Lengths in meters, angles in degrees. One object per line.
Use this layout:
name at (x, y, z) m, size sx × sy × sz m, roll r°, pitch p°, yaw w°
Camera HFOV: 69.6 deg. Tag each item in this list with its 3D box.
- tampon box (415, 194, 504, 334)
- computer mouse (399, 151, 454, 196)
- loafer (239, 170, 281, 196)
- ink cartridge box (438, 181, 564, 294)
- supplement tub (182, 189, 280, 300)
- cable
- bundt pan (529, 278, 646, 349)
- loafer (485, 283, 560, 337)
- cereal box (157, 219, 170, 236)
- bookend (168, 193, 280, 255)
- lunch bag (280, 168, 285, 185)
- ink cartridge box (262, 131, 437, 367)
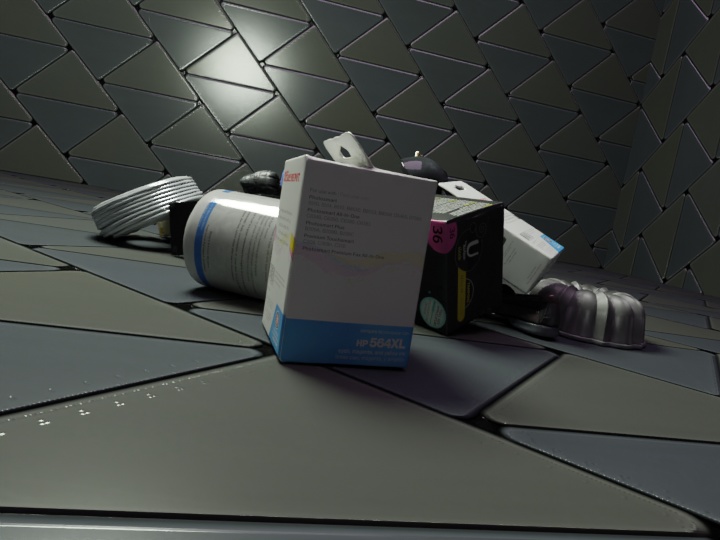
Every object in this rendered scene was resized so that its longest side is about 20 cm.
tampon box at (0.083, -0.023, 0.730) m, size 0.126 × 0.151 × 0.199 m, roll -20°, pitch 24°, yaw -38°
computer mouse at (0.122, -0.163, 0.869) m, size 0.200 × 0.046 × 0.141 m, roll 26°, pitch 35°, yaw -51°
loafer at (-0.187, -0.144, 1.006) m, size 0.070 × 0.069 × 0.201 m, roll 2°, pitch -10°, yaw -1°
ink cartridge box at (0.203, -0.057, 0.802) m, size 0.200 × 0.067 × 0.116 m, roll 38°, pitch 26°, yaw 19°
supplement tub at (-0.109, -0.026, 0.665) m, size 0.199 × 0.133 × 0.132 m, roll 13°, pitch 8°, yaw 16°
cable at (-0.395, -0.121, 0.973) m, size 0.199 × 0.070 × 0.200 m, roll -18°, pitch 12°, yaw 11°
bundt pan at (0.366, 0.062, 0.852) m, size 0.200 × 0.076 × 0.202 m, roll 9°, pitch 7°, yaw -1°
loafer at (0.239, 0.050, 0.818) m, size 0.071 × 0.063 × 0.200 m, roll 7°, pitch 8°, yaw -25°
cereal box at (-0.316, -0.102, 1.095) m, size 0.199 × 0.040 × 0.143 m, roll 1°, pitch 10°, yaw 43°
bookend at (-0.195, -0.077, 0.932) m, size 0.198 × 0.093 × 0.200 m, roll -1°, pitch 2°, yaw 27°
lunch bag at (-0.138, -0.137, 1.197) m, size 0.082 × 0.201 × 0.161 m, roll 10°, pitch 8°, yaw 12°
ink cartridge box at (-0.015, -0.024, 0.504) m, size 0.124 × 0.201 × 0.129 m, roll 7°, pitch 8°, yaw -18°
